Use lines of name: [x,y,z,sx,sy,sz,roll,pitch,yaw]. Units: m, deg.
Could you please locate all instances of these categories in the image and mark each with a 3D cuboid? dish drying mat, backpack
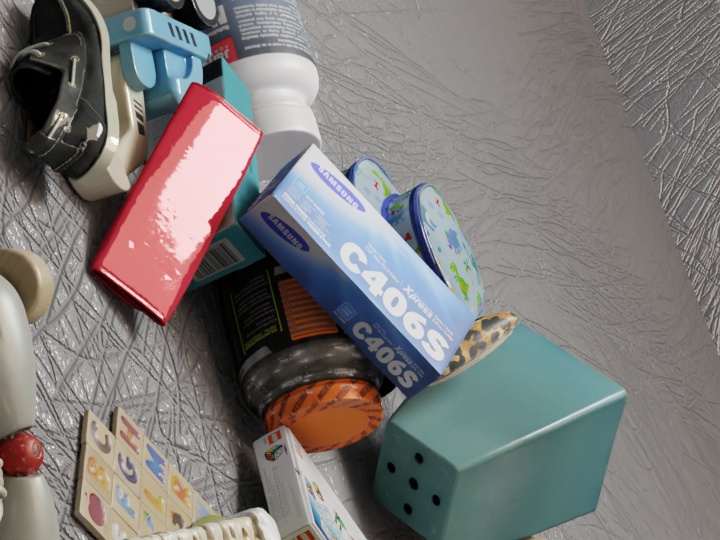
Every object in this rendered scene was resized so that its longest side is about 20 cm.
dish drying mat: [-0.142,-0.054,1.647,0.077,0.018,0.200,40,54,-23]
backpack: [0.025,-0.006,1.994,0.200,0.147,0.183,60,16,-5]

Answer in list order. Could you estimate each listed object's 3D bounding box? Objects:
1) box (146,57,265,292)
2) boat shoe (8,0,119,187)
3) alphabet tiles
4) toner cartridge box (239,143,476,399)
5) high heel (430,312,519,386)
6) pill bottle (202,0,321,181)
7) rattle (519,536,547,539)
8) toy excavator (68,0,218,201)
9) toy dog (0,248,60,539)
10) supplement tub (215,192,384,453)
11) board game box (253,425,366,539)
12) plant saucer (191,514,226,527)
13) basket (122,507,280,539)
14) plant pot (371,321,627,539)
box: [-0.131,-0.081,1.756,0.049,0.082,0.200,50,24,-43]
boat shoe: [-0.230,-0.151,1.596,0.068,0.072,0.200,20,37,-31]
alphabet tiles: [-0.139,0.194,1.492,0.200,0.006,0.166,53,22,-34]
toner cartridge box: [0.000,0.000,1.704,0.200,0.043,0.095,46,34,-9]
high heel: [0.030,0.037,1.873,0.071,0.200,0.143,-144,-150,-84]
pill bottle: [-0.103,-0.189,1.914,0.120,0.120,0.200,32,37,-60]
rattle: [0.130,0.348,1.958,0.143,0.130,0.200,-52,143,-58]
toy excavator: [-0.182,-0.147,1.701,0.194,0.100,0.200,15,61,-66]
toy dog: [-0.239,0.079,1.269,0.132,0.096,0.200,40,45,-59]
supplement tub: [-0.050,0.042,1.754,0.123,0.122,0.200,37,33,-56]
board game box: [-0.017,0.232,1.686,0.200,0.035,0.126,58,7,-33]
plant saucer: [-0.067,0.268,1.544,0.200,0.031,0.200,57,19,-31]
basket: [-0.128,0.256,1.141,0.161,0.198,0.200,3,64,-65]
plant pot: [0.114,0.162,1.932,0.200,0.141,0.141,-19,42,-42]
